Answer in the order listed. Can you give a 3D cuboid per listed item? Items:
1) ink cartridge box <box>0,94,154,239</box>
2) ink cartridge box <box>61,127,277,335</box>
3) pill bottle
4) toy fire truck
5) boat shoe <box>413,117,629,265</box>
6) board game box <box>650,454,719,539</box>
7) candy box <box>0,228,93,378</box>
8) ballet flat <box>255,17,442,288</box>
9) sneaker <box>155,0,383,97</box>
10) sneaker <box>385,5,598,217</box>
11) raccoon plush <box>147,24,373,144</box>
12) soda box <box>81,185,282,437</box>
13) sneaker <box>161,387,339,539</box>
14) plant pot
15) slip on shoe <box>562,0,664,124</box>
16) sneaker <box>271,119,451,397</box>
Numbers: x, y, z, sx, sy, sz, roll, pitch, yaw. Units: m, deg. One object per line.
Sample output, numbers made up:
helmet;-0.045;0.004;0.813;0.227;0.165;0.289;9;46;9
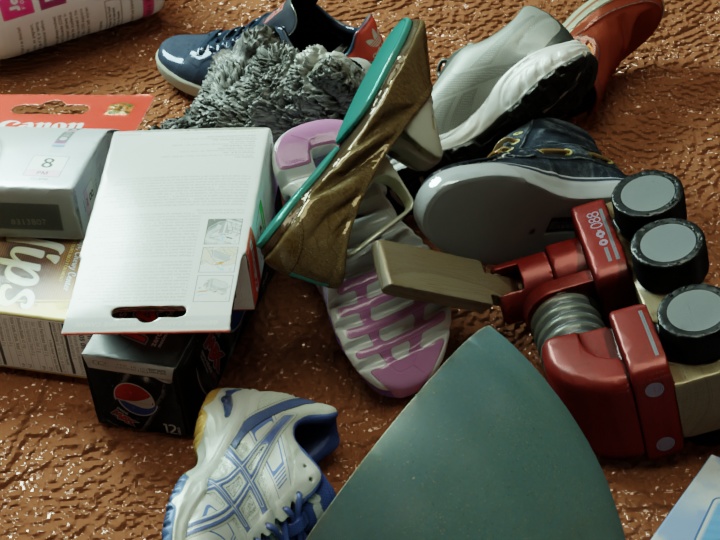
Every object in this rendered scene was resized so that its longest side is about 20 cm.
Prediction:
ink cartridge box;-0.250;-0.095;1.298;0.161;0.057;0.201;2;39;10
ink cartridge box;-0.118;-0.013;1.153;0.108;0.051;0.201;-1;41;6
pill bottle;-0.271;-0.241;1.493;0.199;0.114;0.114;-20;41;-14
toy fire truck;0.121;0.030;1.117;0.199;0.129;0.177;-16;40;4
boat shoe;0.101;-0.057;1.210;0.199;0.071;0.091;3;37;-38
board game box;0.209;0.198;0.963;0.151;0.037;0.200;20;46;29
candy box;-0.243;0.009;1.238;0.199;0.056;0.116;6;40;16
ballet flat;0.009;-0.070;1.159;0.072;0.068;0.201;35;63;-9
sneaker;-0.070;-0.180;1.412;0.199;0.085;0.075;7;42;17
sneaker;0.070;-0.109;1.276;0.200;0.074;0.080;-36;60;4
raccoon plush;-0.072;-0.089;1.293;0.200;0.097;0.134;-48;30;-4
soda box;-0.112;0.016;1.205;0.070;0.064;0.201;7;43;16
sneaker;-0.059;0.140;1.042;0.087;0.076;0.201;1;41;9
plant pot;0.060;0.150;0.945;0.135;0.200;0.200;38;53;11
slip on shoe;0.162;-0.144;1.350;0.200;0.074;0.061;-38;56;-25
sneaker;0.000;0.000;1.201;0.080;0.089;0.201;-16;63;-14
